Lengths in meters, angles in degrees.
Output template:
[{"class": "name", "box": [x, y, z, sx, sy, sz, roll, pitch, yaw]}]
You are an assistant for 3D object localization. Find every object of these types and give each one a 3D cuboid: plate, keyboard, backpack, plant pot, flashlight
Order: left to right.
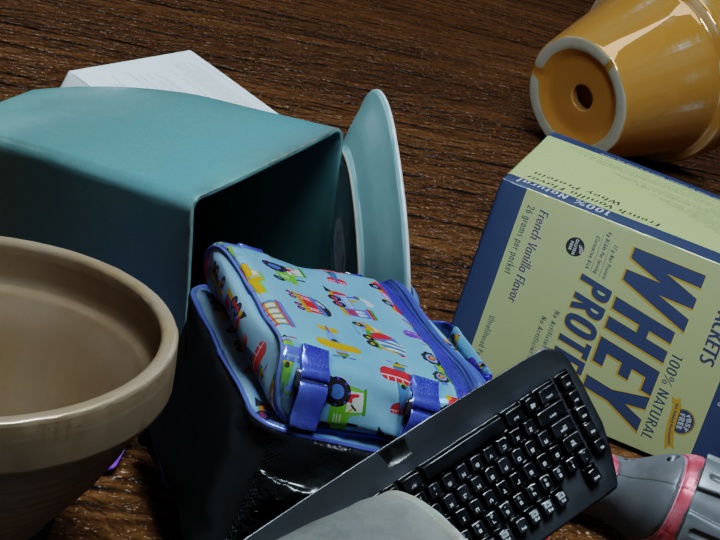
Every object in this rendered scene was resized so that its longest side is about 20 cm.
[{"class": "plant pot", "box": [-0.181, 0.061, 0.893, 0.199, 0.094, 0.201, 6, 23, -2]}, {"class": "plant pot", "box": [-0.135, -0.022, 1.132, 0.198, 0.143, 0.141, 19, 28, 26]}, {"class": "plate", "box": [0.000, 0.000, 1.144, 0.025, 0.202, 0.200, -2, 20, -8]}, {"class": "backpack", "box": [0.010, 0.086, 0.985, 0.198, 0.136, 0.183, 15, 18, -20]}, {"class": "keyboard", "box": [0.040, 0.120, 0.874, 0.199, 0.105, 0.040, -31, 10, -26]}, {"class": "flashlight", "box": [0.118, 0.107, 1.146, 0.198, 0.068, 0.068, 23, 20, 8]}, {"class": "plant pot", "box": [0.275, -0.196, 2.087, 0.199, 0.202, 0.182, 30, 36, 35]}]

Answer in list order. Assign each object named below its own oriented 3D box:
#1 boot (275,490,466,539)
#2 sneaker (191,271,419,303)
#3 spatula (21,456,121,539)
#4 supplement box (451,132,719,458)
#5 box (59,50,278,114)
[{"class": "boot", "box": [-0.013, 0.167, 0.742, 0.199, 0.073, 0.183, 0, 49, -47]}, {"class": "sneaker", "box": [-0.026, 0.008, 1.275, 0.074, 0.083, 0.199, 29, 18, 36]}, {"class": "spatula", "box": [-0.147, 0.097, 0.973, 0.056, 0.021, 0.200, 20, 17, -3]}, {"class": "supplement box", "box": [0.181, 0.017, 1.375, 0.198, 0.135, 0.200, 21, 17, 9]}, {"class": "box", "box": [-0.122, -0.062, 1.312, 0.124, 0.098, 0.200, 36, 17, 8]}]
